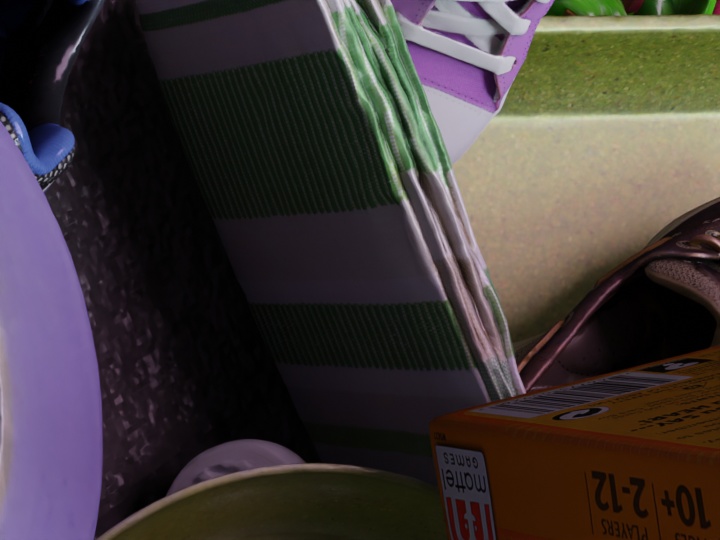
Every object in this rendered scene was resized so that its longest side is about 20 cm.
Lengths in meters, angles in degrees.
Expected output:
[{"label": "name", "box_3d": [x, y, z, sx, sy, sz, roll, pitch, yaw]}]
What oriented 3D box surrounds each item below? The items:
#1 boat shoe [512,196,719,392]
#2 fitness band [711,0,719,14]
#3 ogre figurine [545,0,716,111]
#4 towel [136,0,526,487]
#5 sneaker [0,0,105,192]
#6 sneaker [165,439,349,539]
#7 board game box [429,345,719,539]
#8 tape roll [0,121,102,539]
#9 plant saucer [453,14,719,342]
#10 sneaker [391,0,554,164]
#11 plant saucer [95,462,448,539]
[{"label": "boat shoe", "box_3d": [0.106, 0.022, 0.910, 0.200, 0.072, 0.072, -25, 90, -22]}, {"label": "fitness band", "box_3d": [0.176, -0.077, 1.124, 0.200, 0.037, 0.144, -15, 119, -65]}, {"label": "ogre figurine", "box_3d": [0.087, -0.130, 1.031, 0.120, 0.098, 0.200, -39, 105, -45]}, {"label": "towel", "box_3d": [0.000, 0.000, 0.833, 0.023, 0.152, 0.200, -29, 102, -24]}, {"label": "sneaker", "box_3d": [-0.103, -0.095, 0.779, 0.075, 0.078, 0.201, 21, 62, -49]}, {"label": "sneaker", "box_3d": [-0.007, 0.144, 0.846, 0.082, 0.074, 0.200, -28, 102, -75]}, {"label": "board game box", "box_3d": [0.162, 0.118, 0.712, 0.200, 0.200, 0.200, -12, 95, -22]}, {"label": "tape roll", "box_3d": [-0.159, 0.033, 0.647, 0.200, 0.085, 0.201, 20, 64, -47]}, {"label": "plant saucer", "box_3d": [0.097, 0.013, 0.974, 0.199, 0.048, 0.201, -2, 82, -21]}, {"label": "sneaker", "box_3d": [0.047, -0.111, 0.858, 0.072, 0.114, 0.201, 15, 105, -20]}, {"label": "plant saucer", "box_3d": [-0.017, 0.153, 0.773, 0.199, 0.031, 0.201, 1, 87, -16]}]
